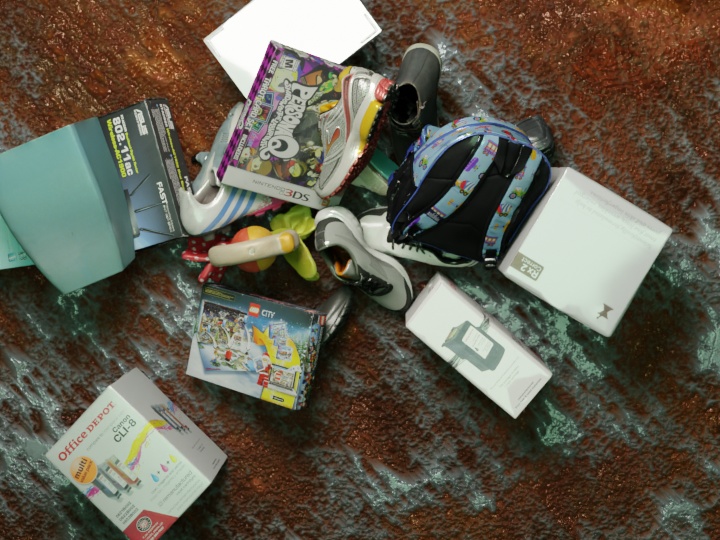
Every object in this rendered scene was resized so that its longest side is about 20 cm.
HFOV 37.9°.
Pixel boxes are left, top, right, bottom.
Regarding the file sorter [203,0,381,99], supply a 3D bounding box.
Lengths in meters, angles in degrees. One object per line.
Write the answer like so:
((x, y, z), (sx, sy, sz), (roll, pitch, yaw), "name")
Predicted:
((-0.089, -0.318, 1.458), (0.199, 0.125, 0.139), (-37, 92, 4), "file sorter")

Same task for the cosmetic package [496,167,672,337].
((0.294, -0.031, 1.430), (0.164, 0.200, 0.166), (30, 95, -1), "cosmetic package")

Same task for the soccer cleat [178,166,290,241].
((-0.164, -0.115, 1.461), (0.199, 0.070, 0.087), (-30, 119, -31), "soccer cleat")

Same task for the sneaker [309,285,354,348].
((-0.091, 0.091, 1.521), (0.091, 0.076, 0.200), (43, 92, 6), "sneaker")

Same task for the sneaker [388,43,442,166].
((0.063, -0.199, 1.434), (0.074, 0.107, 0.201), (12, 132, 14), "sneaker")

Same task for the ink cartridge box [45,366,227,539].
((-0.318, 0.266, 1.505), (0.200, 0.145, 0.145), (44, 95, -1), "ink cartridge box")

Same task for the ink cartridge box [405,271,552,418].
((0.161, 0.100, 1.473), (0.200, 0.145, 0.084), (40, 95, -1), "ink cartridge box")

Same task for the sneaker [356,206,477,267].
((0.081, -0.048, 1.498), (0.198, 0.080, 0.074), (8, 97, 3), "sneaker")

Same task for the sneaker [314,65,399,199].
((-0.019, -0.181, 1.379), (0.082, 0.078, 0.201), (33, 125, 10), "sneaker")

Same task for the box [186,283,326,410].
((-0.151, 0.106, 1.493), (0.199, 0.038, 0.138), (14, 94, 30), "box")

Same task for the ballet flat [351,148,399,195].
((-0.007, -0.161, 1.509), (0.200, 0.067, 0.062), (44, 120, 2), "ballet flat")

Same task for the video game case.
((-0.076, -0.188, 1.410), (0.180, 0.036, 0.201), (14, 114, -30), "video game case")

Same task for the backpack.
((0.145, -0.123, 1.378), (0.181, 0.135, 0.201), (15, 132, -20), "backpack")

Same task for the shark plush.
((-0.212, -0.146, 1.525), (0.083, 0.091, 0.200), (47, 111, 22), "shark plush")

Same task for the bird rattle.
((-0.155, -0.037, 1.470), (0.198, 0.163, 0.114), (-3, 92, -2), "bird rattle")

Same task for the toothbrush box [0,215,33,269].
((-0.508, -0.077, 1.513), (0.198, 0.085, 0.148), (-9, 95, 2), "toothbrush box")

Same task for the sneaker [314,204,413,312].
((0.000, 0.000, 1.477), (0.074, 0.080, 0.200), (-24, 126, 33), "sneaker")

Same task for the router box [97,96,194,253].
((-0.321, -0.128, 1.488), (0.149, 0.062, 0.202), (-15, 93, 24), "router box")

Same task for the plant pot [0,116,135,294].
((-0.390, -0.082, 1.403), (0.140, 0.141, 0.201), (-21, 102, 4), "plant pot")

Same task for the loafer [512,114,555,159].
((0.177, -0.163, 1.497), (0.199, 0.068, 0.071), (-20, 63, 9), "loafer")
